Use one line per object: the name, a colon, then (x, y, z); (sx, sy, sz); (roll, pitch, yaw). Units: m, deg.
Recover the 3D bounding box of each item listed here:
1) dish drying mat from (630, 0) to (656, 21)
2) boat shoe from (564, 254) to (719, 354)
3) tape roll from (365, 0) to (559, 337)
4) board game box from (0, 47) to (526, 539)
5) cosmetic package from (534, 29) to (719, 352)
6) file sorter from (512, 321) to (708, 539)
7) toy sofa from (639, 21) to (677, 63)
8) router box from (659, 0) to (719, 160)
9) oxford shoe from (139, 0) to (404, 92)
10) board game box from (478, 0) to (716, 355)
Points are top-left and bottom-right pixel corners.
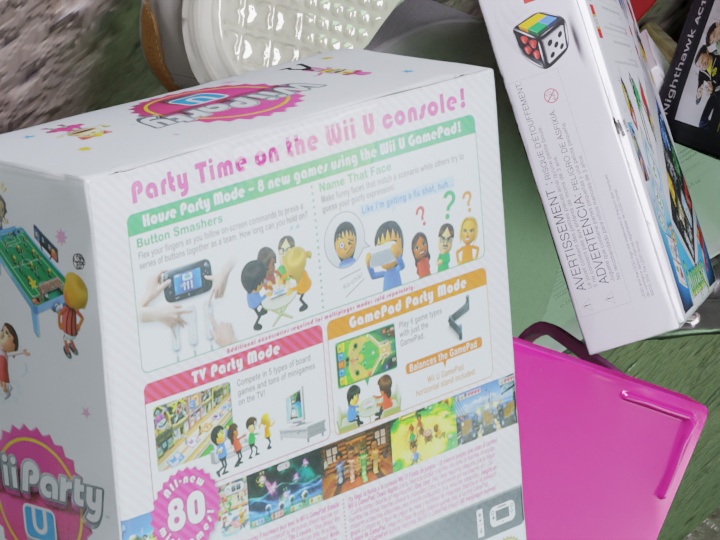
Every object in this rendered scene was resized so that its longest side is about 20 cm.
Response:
dish drying mat: (0.097, -0.130, 1.191); (0.077, 0.018, 0.200); (-46, 166, 3)
boat shoe: (0.080, 0.034, 1.387); (0.200, 0.057, 0.067); (-20, -179, -1)
tape roll: (0.000, 0.000, 1.062); (0.203, 0.037, 0.203); (-28, 131, -39)
board game box: (-0.028, 0.053, 0.795); (0.147, 0.064, 0.200); (-18, 111, -42)
cosmetic package: (0.054, -0.005, 1.181); (0.200, 0.083, 0.051); (-32, -158, 13)
file sorter: (-0.024, 0.062, 0.931); (0.139, 0.200, 0.125); (-68, -155, 7)
toy sofa: (0.101, -0.037, 1.310); (0.083, 0.098, 0.200); (-53, 165, 30)
router box: (0.184, -0.126, 1.059); (0.200, 0.051, 0.149); (-70, -159, 4)
oxford shoe: (0.002, -0.110, 0.893); (0.058, 0.075, 0.200); (-7, -151, 48)
board game box: (0.083, -0.043, 1.009); (0.035, 0.126, 0.200); (-17, 180, 10)
